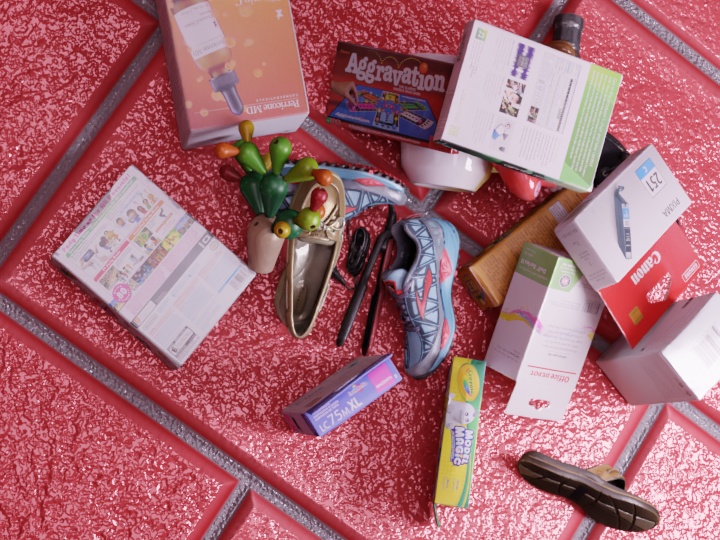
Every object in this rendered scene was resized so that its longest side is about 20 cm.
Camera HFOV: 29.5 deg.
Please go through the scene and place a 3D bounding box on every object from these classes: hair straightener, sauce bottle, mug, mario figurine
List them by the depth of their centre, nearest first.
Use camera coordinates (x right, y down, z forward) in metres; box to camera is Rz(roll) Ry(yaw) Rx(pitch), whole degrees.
[{"bbox_3d":[0.236,-0.174,1.667,0.122,0.106,0.202,29,68,-20],"label":"mario figurine"},{"bbox_3d":[0.000,0.000,1.699,0.076,0.041,0.203,17,80,-10],"label":"hair straightener"},{"bbox_3d":[0.131,-0.177,1.701,0.184,0.149,0.156,8,90,-5],"label":"mug"},{"bbox_3d":[0.259,-0.232,1.772,0.064,0.065,0.203,13,77,-11],"label":"sauce bottle"}]

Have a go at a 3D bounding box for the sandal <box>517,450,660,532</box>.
[{"bbox_3d":[0.292,0.269,1.727,0.198,0.082,0.055,25,57,-2],"label":"sandal"}]

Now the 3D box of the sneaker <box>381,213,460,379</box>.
[{"bbox_3d":[0.061,0.031,1.677,0.095,0.079,0.203,14,71,-32],"label":"sneaker"}]

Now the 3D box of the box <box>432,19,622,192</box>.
[{"bbox_3d":[0.195,-0.189,1.589,0.197,0.036,0.146,18,88,-14],"label":"box"}]

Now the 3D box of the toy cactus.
[{"bbox_3d":[-0.109,-0.073,1.586,0.101,0.199,0.167,-14,127,-40],"label":"toy cactus"}]

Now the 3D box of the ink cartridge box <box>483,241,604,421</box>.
[{"bbox_3d":[0.226,0.077,1.689,0.116,0.067,0.203,12,100,-41],"label":"ink cartridge box"}]

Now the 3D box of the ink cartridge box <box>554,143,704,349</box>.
[{"bbox_3d":[0.346,-0.033,1.679,0.200,0.045,0.177,-40,98,-38],"label":"ink cartridge box"}]

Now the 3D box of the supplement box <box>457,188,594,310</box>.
[{"bbox_3d":[0.219,-0.034,1.740,0.199,0.067,0.069,-40,93,-14],"label":"supplement box"}]

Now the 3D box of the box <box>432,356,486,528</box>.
[{"bbox_3d":[0.118,0.212,1.660,0.048,0.117,0.203,9,82,3],"label":"box"}]

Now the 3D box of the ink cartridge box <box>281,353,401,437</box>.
[{"bbox_3d":[-0.022,0.146,1.596,0.119,0.200,0.042,-35,90,-13],"label":"ink cartridge box"}]

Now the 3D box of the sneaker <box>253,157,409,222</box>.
[{"bbox_3d":[-0.039,-0.087,1.692,0.197,0.079,0.097,5,99,-2],"label":"sneaker"}]

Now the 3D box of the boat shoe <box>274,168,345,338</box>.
[{"bbox_3d":[-0.058,-0.020,1.635,0.072,0.063,0.203,10,110,-19],"label":"boat shoe"}]

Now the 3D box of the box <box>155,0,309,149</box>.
[{"bbox_3d":[-0.158,-0.265,1.662,0.150,0.106,0.203,-10,86,-13],"label":"box"}]

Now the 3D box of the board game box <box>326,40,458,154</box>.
[{"bbox_3d":[0.044,-0.212,1.659,0.019,0.198,0.105,-4,107,-51],"label":"board game box"}]

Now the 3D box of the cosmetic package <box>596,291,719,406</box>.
[{"bbox_3d":[0.386,0.100,1.693,0.113,0.200,0.081,-42,94,-16],"label":"cosmetic package"}]

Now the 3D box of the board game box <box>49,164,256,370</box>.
[{"bbox_3d":[-0.248,-0.003,1.634,0.200,0.064,0.148,42,76,-6],"label":"board game box"}]

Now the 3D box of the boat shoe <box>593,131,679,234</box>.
[{"bbox_3d":[0.345,-0.115,1.776,0.074,0.066,0.201,-33,91,-14],"label":"boat shoe"}]
